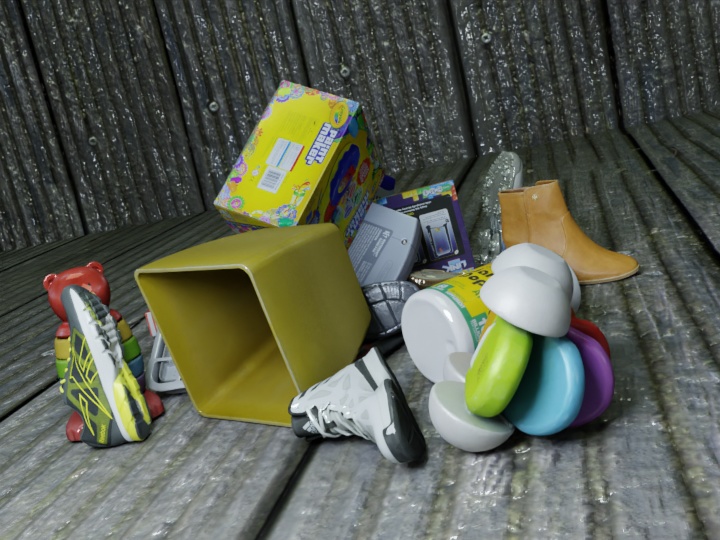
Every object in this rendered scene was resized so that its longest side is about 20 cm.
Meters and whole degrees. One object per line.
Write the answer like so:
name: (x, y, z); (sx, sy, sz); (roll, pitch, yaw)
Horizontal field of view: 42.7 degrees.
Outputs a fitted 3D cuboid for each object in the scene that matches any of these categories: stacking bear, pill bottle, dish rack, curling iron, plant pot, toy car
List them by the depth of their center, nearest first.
toy car: (0.162, 0.084, 0.859); (0.150, 0.175, 0.200); (27, 19, 6)
pill bottle: (0.156, 0.049, 1.063); (0.200, 0.113, 0.113); (-19, 13, -31)
plant pot: (-0.104, 0.045, 1.074); (0.200, 0.200, 0.176); (-2, 27, 42)
curling iron: (0.022, 0.108, 1.156); (0.049, 0.026, 0.200); (16, 18, 22)
stacking bear: (-0.334, 0.093, 1.158); (0.121, 0.200, 0.114); (-16, 10, -14)
dish rack: (-0.196, 0.084, 1.262); (0.171, 0.044, 0.200); (-10, 48, 16)

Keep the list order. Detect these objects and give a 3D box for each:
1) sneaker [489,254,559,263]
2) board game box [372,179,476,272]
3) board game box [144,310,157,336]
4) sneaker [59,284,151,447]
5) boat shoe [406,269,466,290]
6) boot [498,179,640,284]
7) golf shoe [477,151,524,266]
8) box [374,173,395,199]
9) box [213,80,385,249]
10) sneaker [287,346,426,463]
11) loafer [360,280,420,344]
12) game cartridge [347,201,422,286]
sneaker: (0.236, 0.000, 1.279); (0.078, 0.085, 0.200); (-17, 12, -18)
board game box: (0.066, -0.036, 1.423); (0.200, 0.166, 0.057); (-15, 4, -13)
board game box: (-0.271, 0.057, 1.648); (0.151, 0.046, 0.200); (-10, 12, 14)
sneaker: (-0.318, 0.115, 1.073); (0.084, 0.200, 0.074); (-22, -4, 4)
boat shoe: (0.100, 0.032, 1.326); (0.200, 0.072, 0.065); (-2, 7, 34)
boot: (0.295, -0.059, 1.326); (0.201, 0.144, 0.071); (1, 20, 32)
golf shoe: (0.242, -0.090, 1.438); (0.097, 0.200, 0.078); (-5, 26, -18)
box: (-0.048, -0.067, 1.571); (0.184, 0.200, 0.105); (-1, -11, 44)
box: (-0.075, -0.112, 1.259); (0.122, 0.200, 0.193); (20, -17, 19)
sneaker: (-0.008, 0.153, 0.906); (0.115, 0.076, 0.201); (-29, 16, 1)
loafer: (-0.011, 0.070, 1.209); (0.200, 0.072, 0.063); (-26, -8, 4)
game cartridge: (0.000, 0.000, 1.313); (0.133, 0.040, 0.200); (22, 73, 33)
